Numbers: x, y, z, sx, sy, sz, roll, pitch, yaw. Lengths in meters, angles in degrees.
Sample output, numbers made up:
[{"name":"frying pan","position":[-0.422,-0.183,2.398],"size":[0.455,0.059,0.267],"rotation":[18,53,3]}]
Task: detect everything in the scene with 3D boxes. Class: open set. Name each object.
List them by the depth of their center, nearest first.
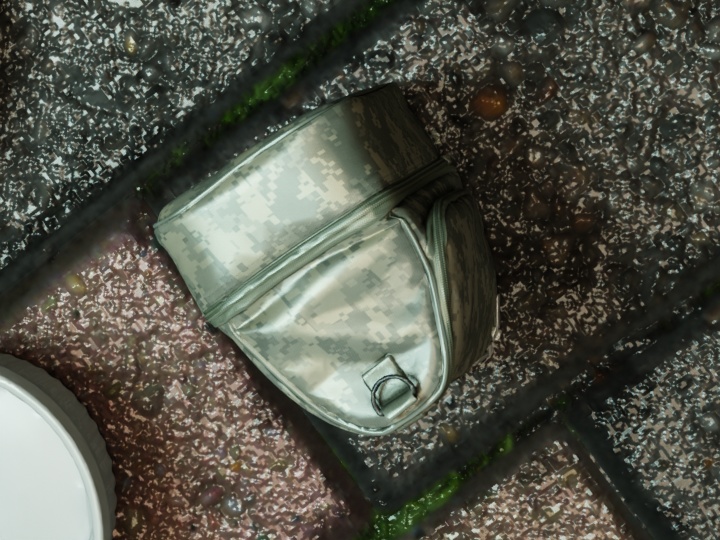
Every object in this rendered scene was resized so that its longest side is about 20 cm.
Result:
[{"name":"lunch bag","position":[0.000,0.000,1.259],"size":[0.139,0.200,0.169],"rotation":[-32,90,13]},{"name":"ramekin","position":[-0.236,0.140,1.351],"size":[0.198,0.105,0.202],"rotation":[1,99,7]}]
